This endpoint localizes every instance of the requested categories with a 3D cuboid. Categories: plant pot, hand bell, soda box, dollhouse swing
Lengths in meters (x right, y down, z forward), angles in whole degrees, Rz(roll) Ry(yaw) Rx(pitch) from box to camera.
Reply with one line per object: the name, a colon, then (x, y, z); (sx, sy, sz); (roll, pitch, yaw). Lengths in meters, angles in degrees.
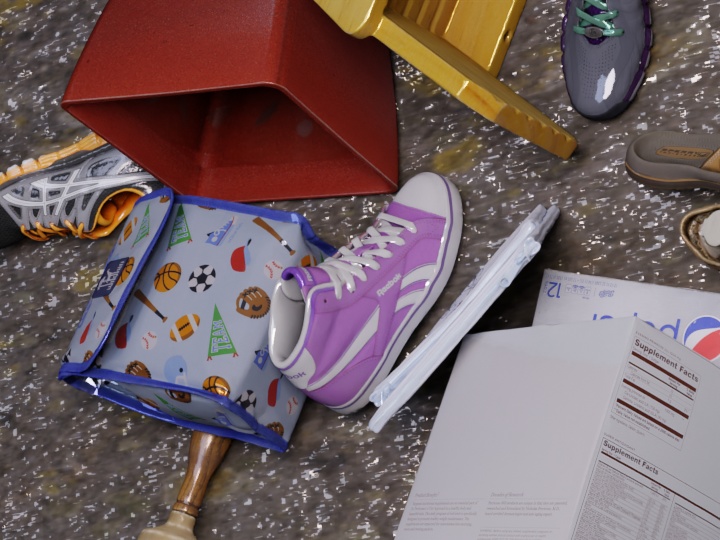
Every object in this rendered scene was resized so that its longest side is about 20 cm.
plant pot: (-0.087, -0.175, 1.806); (0.199, 0.200, 0.177); (-3, 67, 29)
hand bell: (-0.137, 0.182, 1.824); (0.104, 0.104, 0.200); (8, 72, 31)
soda box: (0.220, 0.049, 1.615); (0.200, 0.063, 0.068); (7, 81, 32)
dollhouse swing: (0.090, -0.203, 1.694); (0.176, 0.200, 0.182); (22, 91, 33)

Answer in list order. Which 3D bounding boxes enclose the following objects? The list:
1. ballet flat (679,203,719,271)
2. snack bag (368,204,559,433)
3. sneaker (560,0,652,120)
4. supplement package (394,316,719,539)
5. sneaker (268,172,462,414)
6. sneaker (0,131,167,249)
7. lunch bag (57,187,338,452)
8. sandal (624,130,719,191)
ballet flat: (0.289, -0.021, 1.570); (0.200, 0.072, 0.068); (12, 90, 59)
snack bag: (0.071, 0.033, 1.668); (0.021, 0.200, 0.189); (41, 103, 1)
sneaker: (0.175, -0.215, 1.713); (0.074, 0.087, 0.200); (5, 81, 31)
supplement package: (0.146, 0.156, 1.554); (0.191, 0.147, 0.200); (-9, 57, 55)
sneaker: (0.000, 0.000, 1.739); (0.073, 0.114, 0.201); (14, 74, 45)
sneaker: (-0.243, -0.058, 1.932); (0.200, 0.078, 0.077); (-26, 72, 22)
lunch bag: (-0.132, 0.032, 1.809); (0.200, 0.124, 0.170); (12, 70, 35)
sandal: (0.277, -0.090, 1.630); (0.200, 0.082, 0.055); (8, 119, 38)
